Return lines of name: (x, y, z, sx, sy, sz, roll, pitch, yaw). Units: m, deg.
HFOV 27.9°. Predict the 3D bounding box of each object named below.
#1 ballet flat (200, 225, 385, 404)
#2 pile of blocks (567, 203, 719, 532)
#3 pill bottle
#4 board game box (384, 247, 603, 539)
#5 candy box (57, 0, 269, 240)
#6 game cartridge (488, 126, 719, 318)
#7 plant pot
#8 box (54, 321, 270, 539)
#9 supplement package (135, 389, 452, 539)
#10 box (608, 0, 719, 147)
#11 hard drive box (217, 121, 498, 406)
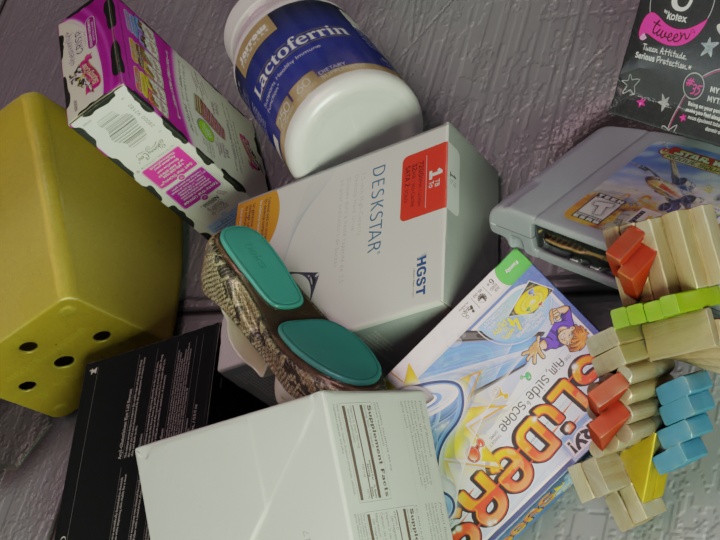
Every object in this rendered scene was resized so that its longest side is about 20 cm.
ballet flat: (-0.051, 0.048, 0.999, 0.200, 0.068, 0.075, 45, 127, 40)
pile of blocks: (0.164, 0.061, 0.828, 0.082, 0.062, 0.200, 15, 107, 43)
pill bottle: (-0.038, -0.154, 1.191, 0.116, 0.116, 0.200, -43, 42, 8)
board game box: (0.077, 0.102, 0.941, 0.200, 0.034, 0.135, -46, 61, 5)
candy box: (-0.161, -0.122, 1.210, 0.061, 0.200, 0.137, -34, 43, 17)
game cartridge: (0.197, -0.034, 0.917, 0.200, 0.042, 0.133, 24, 52, 40)
plant pot: (-0.267, 0.005, 1.228, 0.200, 0.200, 0.177, -32, 56, 19)
box: (-0.148, 0.156, 1.093, 0.141, 0.079, 0.200, -16, 53, 29)
supplement package: (-0.032, 0.187, 0.888, 0.156, 0.111, 0.200, -19, 76, 33)
box: (0.276, -0.117, 0.866, 0.200, 0.132, 0.115, 27, 105, 47)
hard drive box: (0.000, 0.000, 1.078, 0.200, 0.077, 0.156, -19, 51, 30)
